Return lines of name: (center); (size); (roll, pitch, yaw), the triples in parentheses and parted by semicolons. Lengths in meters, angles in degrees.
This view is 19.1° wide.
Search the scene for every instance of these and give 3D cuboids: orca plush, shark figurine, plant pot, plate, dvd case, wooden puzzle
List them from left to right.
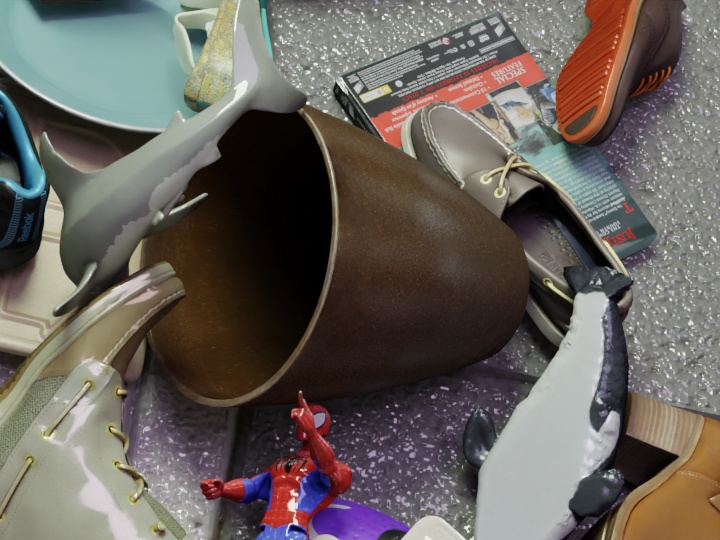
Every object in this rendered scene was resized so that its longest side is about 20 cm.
wooden puzzle: (-0.219, -0.029, 1.316); (0.200, 0.046, 0.185); (16, 58, -15)
plate: (-0.161, -0.148, 1.387); (0.200, 0.026, 0.200); (16, 38, -13)
shark figurine: (-0.131, -0.059, 1.190); (0.090, 0.214, 0.128); (46, 32, 4)
plant pot: (0.000, 0.000, 1.301); (0.200, 0.187, 0.187); (10, 55, -40)
dvd case: (0.091, -0.074, 1.457); (0.146, 0.022, 0.200); (-26, 71, -29)
orca plush: (0.124, 0.097, 1.329); (0.105, 0.071, 0.200); (2, 78, 24)

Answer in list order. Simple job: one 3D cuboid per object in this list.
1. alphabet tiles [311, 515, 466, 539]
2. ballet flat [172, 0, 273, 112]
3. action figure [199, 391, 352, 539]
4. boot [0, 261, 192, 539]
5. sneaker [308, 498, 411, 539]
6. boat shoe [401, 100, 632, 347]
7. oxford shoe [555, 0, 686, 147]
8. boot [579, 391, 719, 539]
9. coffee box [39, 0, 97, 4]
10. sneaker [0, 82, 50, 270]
alphabet tiles: (0.015, 0.240, 1.184); (0.200, 0.015, 0.196); (40, 84, 28)
ballet flat: (-0.088, -0.166, 1.383); (0.071, 0.071, 0.200); (11, 40, -12)
action figure: (-0.056, 0.148, 1.188); (0.065, 0.099, 0.200); (-4, 51, 27)
boot: (-0.136, 0.109, 1.218); (0.155, 0.072, 0.200); (43, 85, 7)
sneaker: (0.051, 0.182, 1.248); (0.200, 0.100, 0.070); (32, 54, 0)
boat shoe: (0.103, -0.038, 1.392); (0.072, 0.060, 0.200); (-30, 75, -29)
oxford shoe: (0.192, -0.149, 1.498); (0.073, 0.071, 0.200); (39, 47, -18)
boot: (0.213, 0.181, 1.323); (0.155, 0.074, 0.200); (25, 59, -8)
coffee box: (-0.202, -0.285, 1.400); (0.080, 0.114, 0.200); (-10, 54, -37)
sneaker: (-0.234, -0.102, 1.273); (0.073, 0.082, 0.200); (-21, 72, -31)
